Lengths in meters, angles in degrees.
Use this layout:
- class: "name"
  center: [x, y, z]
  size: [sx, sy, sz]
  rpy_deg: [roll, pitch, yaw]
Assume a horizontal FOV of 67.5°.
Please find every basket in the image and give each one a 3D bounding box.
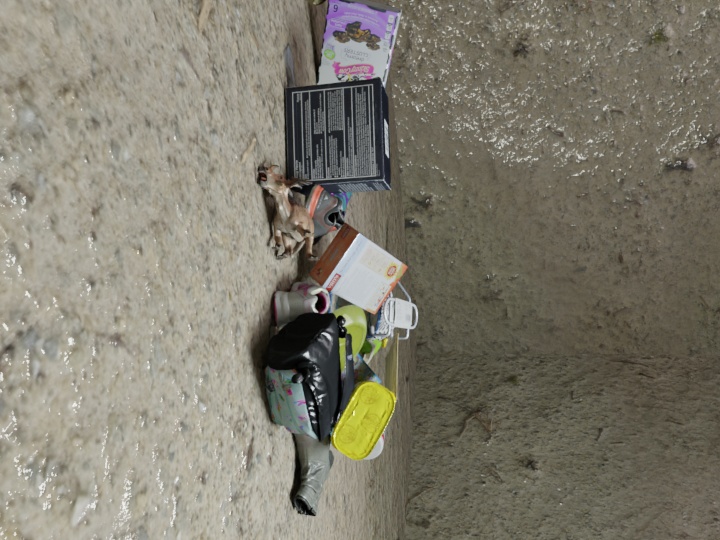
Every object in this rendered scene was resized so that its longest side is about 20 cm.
- class: "basket"
  center: [-0.014, 0.086, 1.352]
  size: [0.200, 0.137, 0.179]
  rpy_deg: [84, 7, -68]

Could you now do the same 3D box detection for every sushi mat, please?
- class: "sushi mat"
  center: [0.068, 0.241, 1.220]
  size: [0.201, 0.012, 0.097]
  rpy_deg: [-84, -173, -53]

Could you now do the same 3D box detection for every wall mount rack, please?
- class: "wall mount rack"
  center: [0.076, 0.078, 1.326]
  size: [0.199, 0.074, 0.177]
  rpy_deg: [20, 70, -61]

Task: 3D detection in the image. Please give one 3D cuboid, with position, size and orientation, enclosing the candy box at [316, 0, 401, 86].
- class: "candy box"
  center: [-0.006, -0.532, 1.286]
  size: [0.072, 0.165, 0.202]
  rpy_deg: [-75, 178, -56]

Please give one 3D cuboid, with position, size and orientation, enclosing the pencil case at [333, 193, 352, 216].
- class: "pencil case"
  center: [-0.063, -0.178, 1.274]
  size: [0.201, 0.084, 0.093]
  rpy_deg: [-75, -172, -59]

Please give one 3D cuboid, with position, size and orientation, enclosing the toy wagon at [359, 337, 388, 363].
- class: "toy wagon"
  center: [-0.007, 0.231, 1.342]
  size: [0.200, 0.039, 0.156]
  rpy_deg: [-42, 159, -32]

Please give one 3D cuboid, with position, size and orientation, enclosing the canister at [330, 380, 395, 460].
- class: "canister"
  center: [0.000, 0.306, 1.132]
  size: [0.150, 0.086, 0.200]
  rpy_deg: [-60, 178, -11]

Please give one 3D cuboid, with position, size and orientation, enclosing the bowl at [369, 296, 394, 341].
- class: "bowl"
  center: [0.044, 0.124, 1.510]
  size: [0.200, 0.093, 0.204]
  rpy_deg: [-38, -134, 54]

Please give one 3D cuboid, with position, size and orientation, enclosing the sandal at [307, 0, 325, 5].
- class: "sandal"
  center: [-0.108, -0.698, 1.189]
  size: [0.054, 0.079, 0.202]
  rpy_deg: [-113, -174, -52]

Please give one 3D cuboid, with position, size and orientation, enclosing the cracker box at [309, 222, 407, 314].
- class: "cracker box"
  center: [0.000, 0.000, 1.165]
  size: [0.135, 0.058, 0.199]
  rpy_deg: [-54, 140, 4]

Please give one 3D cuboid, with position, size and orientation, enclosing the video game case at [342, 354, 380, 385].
- class: "video game case"
  center: [-0.033, 0.265, 1.232]
  size: [0.144, 0.018, 0.201]
  rpy_deg: [-52, 138, -17]

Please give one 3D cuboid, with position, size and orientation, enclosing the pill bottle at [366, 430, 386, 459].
- class: "pill bottle"
  center: [0.025, 0.445, 1.583]
  size: [0.200, 0.109, 0.112]
  rpy_deg: [-66, 152, -66]

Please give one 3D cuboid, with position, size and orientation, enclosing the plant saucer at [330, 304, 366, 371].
- class: "plant saucer"
  center: [-0.054, 0.159, 1.078]
  size: [0.199, 0.031, 0.202]
  rpy_deg: [-36, 147, -27]

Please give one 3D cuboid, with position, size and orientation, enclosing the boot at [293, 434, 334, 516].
- class: "boot"
  center: [-0.100, 0.392, 1.061]
  size: [0.132, 0.067, 0.202]
  rpy_deg: [-73, 158, -45]

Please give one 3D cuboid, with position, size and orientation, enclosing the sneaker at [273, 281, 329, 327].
- class: "sneaker"
  center: [-0.098, 0.067, 1.043]
  size: [0.200, 0.087, 0.083]
  rpy_deg: [-37, 124, -77]

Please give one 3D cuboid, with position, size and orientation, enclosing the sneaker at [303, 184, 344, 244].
- class: "sneaker"
  center: [-0.075, -0.095, 1.103]
  size: [0.200, 0.081, 0.078]
  rpy_deg: [110, 1, -69]

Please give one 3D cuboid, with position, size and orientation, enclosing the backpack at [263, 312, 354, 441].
- class: "backpack"
  center: [-0.092, 0.189, 0.939]
  size: [0.167, 0.125, 0.203]
  rpy_deg: [-38, 130, -49]

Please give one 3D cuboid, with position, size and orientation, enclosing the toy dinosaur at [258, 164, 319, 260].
- class: "toy dinosaur"
  center: [-0.120, -0.098, 0.986]
  size: [0.200, 0.084, 0.138]
  rpy_deg: [77, 8, -68]

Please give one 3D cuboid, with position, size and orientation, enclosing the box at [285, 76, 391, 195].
- class: "box"
  center: [-0.042, -0.266, 1.099]
  size: [0.123, 0.195, 0.204]
  rpy_deg: [6, 83, -80]
